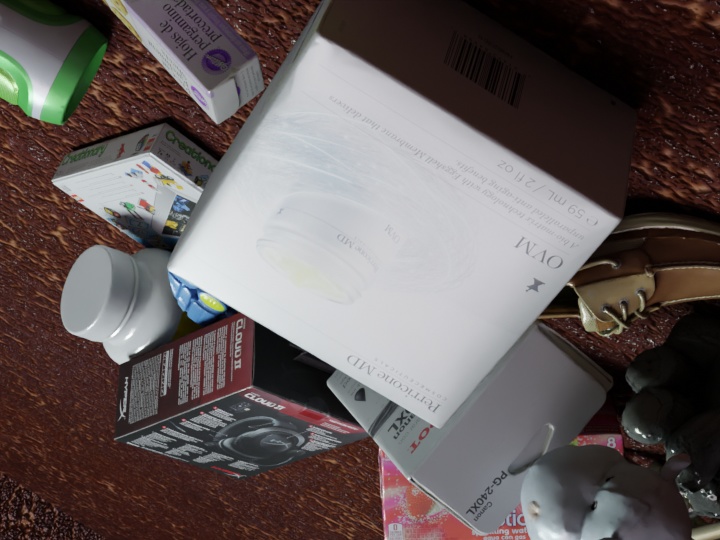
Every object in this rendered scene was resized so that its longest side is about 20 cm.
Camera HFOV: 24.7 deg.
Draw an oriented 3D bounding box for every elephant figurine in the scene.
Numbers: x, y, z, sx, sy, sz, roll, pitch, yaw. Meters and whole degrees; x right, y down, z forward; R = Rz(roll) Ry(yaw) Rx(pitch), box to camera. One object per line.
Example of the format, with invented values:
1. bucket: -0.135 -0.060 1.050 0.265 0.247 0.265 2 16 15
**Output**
1. elephant figurine: 0.277 0.131 1.203 0.155 0.142 0.200 28 159 44

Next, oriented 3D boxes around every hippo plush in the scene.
1. hippo plush: 0.171 0.205 1.100 0.200 0.160 0.161 26 160 38

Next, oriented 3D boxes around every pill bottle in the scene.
1. pill bottle: -0.165 0.044 1.487 0.199 0.112 0.111 21 167 -37

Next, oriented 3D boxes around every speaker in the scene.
1. speaker: -0.290 -0.187 1.207 0.199 0.089 0.088 29 159 -4

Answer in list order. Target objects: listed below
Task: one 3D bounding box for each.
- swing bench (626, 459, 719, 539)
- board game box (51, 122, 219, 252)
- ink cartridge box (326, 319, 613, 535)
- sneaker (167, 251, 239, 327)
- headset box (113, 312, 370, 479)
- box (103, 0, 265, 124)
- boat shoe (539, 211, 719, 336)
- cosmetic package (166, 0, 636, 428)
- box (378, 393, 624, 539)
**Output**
1. swing bench: 0.320 0.264 1.468 0.199 0.130 0.199 -5 142 46
2. board game box: -0.170 -0.065 1.412 0.126 0.035 0.200 36 158 -27
3. ink cartridge box: 0.075 0.083 1.214 0.083 0.145 0.200 40 -179 -24
4. sneaker: -0.081 0.016 1.401 0.199 0.083 0.071 22 144 -35
5. headset box: -0.090 0.106 1.400 0.148 0.078 0.200 23 145 -39
6. box: -0.135 -0.174 1.003 0.200 0.039 0.041 47 167 20
7. boat shoe: 0.163 0.008 1.090 0.199 0.074 0.076 2 153 22
8. cosmetic package: 0.024 -0.046 0.982 0.199 0.123 0.200 30 128 -8
9. box: 0.116 0.164 1.366 0.199 0.096 0.100 -2 -165 3
